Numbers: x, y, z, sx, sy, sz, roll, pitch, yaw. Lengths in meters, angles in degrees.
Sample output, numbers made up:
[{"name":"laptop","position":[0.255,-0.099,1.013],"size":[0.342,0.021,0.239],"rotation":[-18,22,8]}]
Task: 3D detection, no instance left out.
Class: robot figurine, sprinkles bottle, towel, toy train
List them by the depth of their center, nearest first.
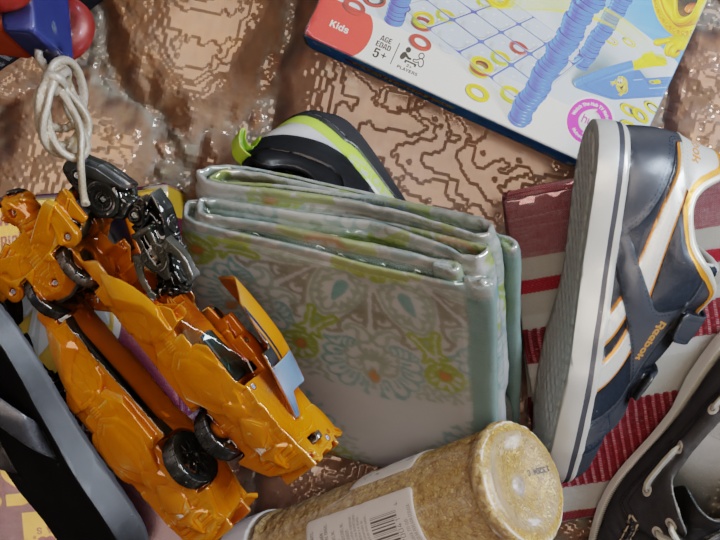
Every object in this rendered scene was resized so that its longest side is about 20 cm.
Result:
[{"name":"toy train","position":[-0.195,-0.117,0.853],"size":[0.116,0.085,0.200],"rotation":[-10,74,11]},{"name":"robot figurine","position":[-0.108,0.037,0.882],"size":[0.145,0.058,0.200],"rotation":[-39,89,31]},{"name":"towel","position":[-0.001,0.034,0.931],"size":[0.171,0.200,0.048],"rotation":[12,50,16]},{"name":"sprinkles bottle","position":[0.012,0.140,0.942],"size":[0.200,0.068,0.068],"rotation":[-26,90,37]},{"name":"towel","position":[0.161,0.038,0.985],"size":[0.144,0.023,0.200],"rotation":[-9,109,0]}]

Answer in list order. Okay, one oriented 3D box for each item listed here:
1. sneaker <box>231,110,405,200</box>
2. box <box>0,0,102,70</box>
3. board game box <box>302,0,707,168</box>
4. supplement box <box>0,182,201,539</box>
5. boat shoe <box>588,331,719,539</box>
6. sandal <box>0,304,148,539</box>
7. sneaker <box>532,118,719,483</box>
[{"name":"sneaker","position":[0.000,0.000,0.976],"size":[0.200,0.083,0.072],"rotation":[48,130,8]},{"name":"box","position":[-0.246,-0.207,0.969],"size":[0.198,0.123,0.200],"rotation":[-34,90,0]},{"name":"board game box","position":[0.097,-0.177,0.994],"size":[0.200,0.056,0.196],"rotation":[24,91,1]},{"name":"supplement box","position":[-0.156,0.057,0.977],"size":[0.131,0.103,0.200],"rotation":[-5,91,0]},{"name":"boat shoe","position":[0.188,0.121,0.971],"size":[0.074,0.060,0.200],"rotation":[26,107,-15]},{"name":"sandal","position":[-0.179,0.074,0.879],"size":[0.043,0.076,0.200],"rotation":[-40,96,-38]},{"name":"sneaker","position":[0.141,0.023,0.926],"size":[0.079,0.078,0.200],"rotation":[7,111,-7]}]
